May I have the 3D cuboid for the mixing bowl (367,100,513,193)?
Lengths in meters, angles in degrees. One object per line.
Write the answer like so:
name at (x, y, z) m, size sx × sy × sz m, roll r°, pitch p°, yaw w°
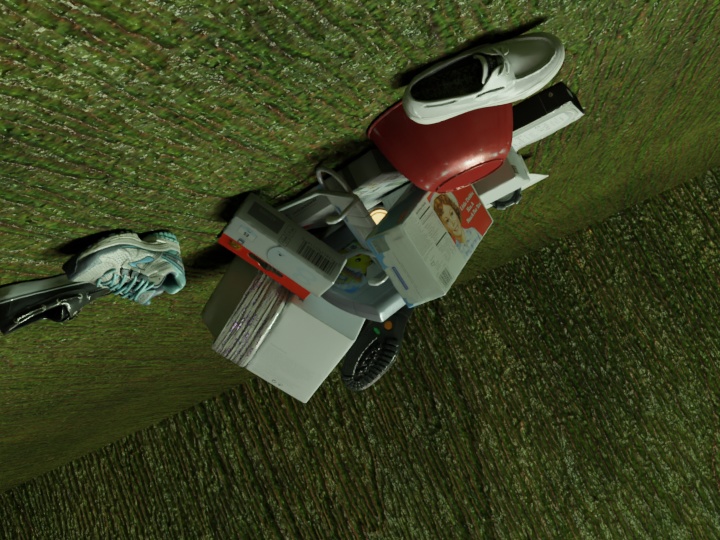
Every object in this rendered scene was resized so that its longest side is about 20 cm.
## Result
mixing bowl at (0.120, -0.168, 1.486) m, size 0.199 × 0.109 × 0.200 m, roll -24°, pitch 171°, yaw -4°

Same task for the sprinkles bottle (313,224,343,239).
sprinkles bottle at (-0.062, -0.033, 1.948) m, size 0.068 × 0.069 × 0.200 m, roll -15°, pitch 168°, yaw -46°

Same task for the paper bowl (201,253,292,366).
paper bowl at (-0.174, 0.041, 1.804) m, size 0.201 × 0.104 × 0.201 m, roll -57°, pitch -174°, yaw 9°

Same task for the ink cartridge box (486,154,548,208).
ink cartridge box at (0.216, -0.146, 2.085) m, size 0.200 × 0.045 × 0.176 m, roll -29°, pitch 170°, yaw 32°

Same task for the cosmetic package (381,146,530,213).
cosmetic package at (0.142, -0.119, 1.713) m, size 0.199 × 0.074 × 0.102 m, roll -29°, pitch 171°, yaw 18°

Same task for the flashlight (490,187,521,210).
flashlight at (0.218, -0.142, 1.866) m, size 0.068 × 0.068 × 0.200 m, roll -29°, pitch -172°, yaw 5°

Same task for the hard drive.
hard drive at (0.237, -0.214, 1.758) m, size 0.199 × 0.038 × 0.140 m, roll -26°, pitch 171°, yaw 17°

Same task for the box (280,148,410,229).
box at (-0.002, -0.119, 1.675) m, size 0.200 × 0.041 × 0.156 m, roll -31°, pitch 170°, yaw 36°

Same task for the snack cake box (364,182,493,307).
snack cake box at (0.097, -0.056, 1.567) m, size 0.067 × 0.115 × 0.200 m, roll -22°, pitch -161°, yaw 38°

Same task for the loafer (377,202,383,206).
loafer at (0.102, -0.117, 1.853) m, size 0.199 × 0.073 × 0.071 m, roll -18°, pitch 170°, yaw -35°

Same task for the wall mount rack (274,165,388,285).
wall mount rack at (-0.037, -0.050, 1.593) m, size 0.075 × 0.200 × 0.173 m, roll -47°, pitch -150°, yaw -21°

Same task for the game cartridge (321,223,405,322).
game cartridge at (0.000, 0.000, 1.686) m, size 0.133 × 0.200 × 0.041 m, roll -40°, pitch 133°, yaw -20°

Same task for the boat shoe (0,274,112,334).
boat shoe at (-0.403, 0.042, 1.526) m, size 0.069 × 0.057 × 0.200 m, roll -31°, pitch 169°, yaw 40°

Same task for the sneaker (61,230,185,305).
sneaker at (-0.291, 0.000, 1.473) m, size 0.077 × 0.087 × 0.200 m, roll -30°, pitch 170°, yaw 31°

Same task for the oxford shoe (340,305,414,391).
oxford shoe at (0.031, 0.098, 1.819) m, size 0.201 × 0.072 × 0.084 m, roll -60°, pitch -173°, yaw 1°

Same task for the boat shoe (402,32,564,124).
boat shoe at (0.142, -0.230, 1.333) m, size 0.199 × 0.072 × 0.069 m, roll -15°, pitch 172°, yaw 2°

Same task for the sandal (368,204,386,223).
sandal at (0.080, -0.029, 1.815) m, size 0.206 × 0.059 × 0.079 m, roll 31°, pitch 104°, yaw -36°

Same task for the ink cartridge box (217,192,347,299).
ink cartridge box at (-0.122, -0.015, 1.608) m, size 0.047 × 0.160 × 0.200 m, roll -59°, pitch -172°, yaw -26°

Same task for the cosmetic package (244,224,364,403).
cosmetic package at (-0.065, 0.067, 1.847) m, size 0.200 × 0.123 × 0.200 m, roll -55°, pitch -174°, yaw 46°
